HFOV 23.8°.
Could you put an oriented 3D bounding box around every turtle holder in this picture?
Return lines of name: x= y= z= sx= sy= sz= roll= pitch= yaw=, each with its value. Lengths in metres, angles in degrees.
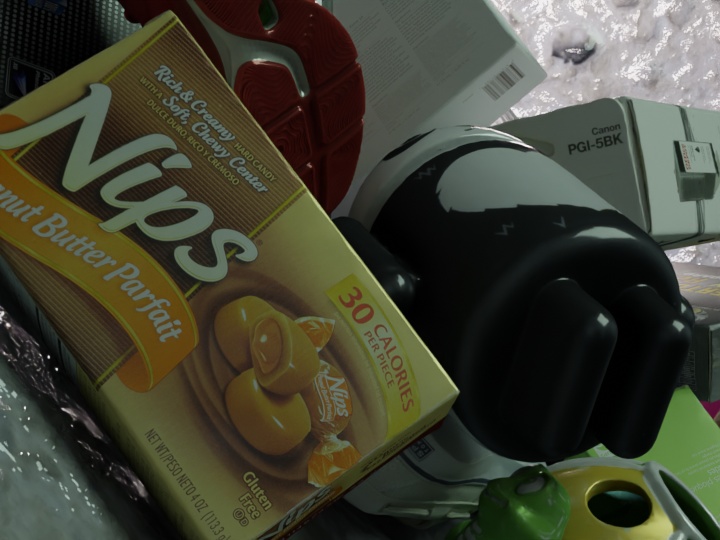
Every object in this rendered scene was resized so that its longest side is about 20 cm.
turtle holder: x=0.107 y=0.151 z=0.851 sx=0.186 sy=0.132 sz=0.141 roll=46 pitch=14 yaw=-19

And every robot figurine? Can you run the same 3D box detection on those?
robot figurine: x=0.071 y=0.008 z=0.805 sx=0.150 sy=0.125 sz=0.200 roll=50 pitch=-2 yaw=-37

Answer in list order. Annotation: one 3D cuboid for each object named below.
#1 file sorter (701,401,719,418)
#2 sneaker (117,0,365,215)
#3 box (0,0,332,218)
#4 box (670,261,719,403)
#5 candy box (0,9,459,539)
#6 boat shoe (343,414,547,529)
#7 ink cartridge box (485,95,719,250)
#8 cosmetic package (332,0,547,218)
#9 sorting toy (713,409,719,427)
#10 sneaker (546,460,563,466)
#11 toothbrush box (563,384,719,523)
file sorter: x=0.257 y=0.132 z=1.269 sx=0.139 sy=0.200 sz=0.125 roll=51 pitch=12 yaw=5
sneaker: x=-0.070 y=-0.113 z=0.778 sx=0.115 sy=0.078 sz=0.201 roll=30 pitch=-34 yaw=41
box: x=-0.098 y=-0.126 z=0.839 sx=0.193 sy=0.047 sz=0.201 roll=18 pitch=60 yaw=-34
box: x=0.191 y=0.033 z=1.107 sx=0.158 sy=0.049 sz=0.199 roll=-11 pitch=13 yaw=-41
candy box: x=-0.067 y=0.008 z=0.680 sx=0.200 sy=0.115 sz=0.055 roll=52 pitch=-18 yaw=14
boat shoe: x=0.041 y=0.102 z=0.902 sx=0.071 sy=0.070 sz=0.200 roll=55 pitch=14 yaw=16
ink cartridge box: x=0.143 y=-0.048 z=1.057 sx=0.200 sy=0.146 sz=0.083 roll=-4 pitch=83 yaw=-59
cosmetic package: x=0.003 y=-0.119 z=1.119 sx=0.052 sy=0.200 sz=0.151 roll=35 pitch=20 yaw=-52
sorting toy: x=0.263 y=0.134 z=1.106 sx=0.036 sy=0.186 sz=0.200 roll=27 pitch=11 yaw=-19
sneaker: x=0.102 y=0.113 z=1.056 sx=0.200 sy=0.079 sz=0.096 roll=22 pitch=62 yaw=-43
toothbrush box: x=0.194 y=0.193 z=0.982 sx=0.200 sy=0.086 sz=0.146 roll=58 pitch=-23 yaw=33
